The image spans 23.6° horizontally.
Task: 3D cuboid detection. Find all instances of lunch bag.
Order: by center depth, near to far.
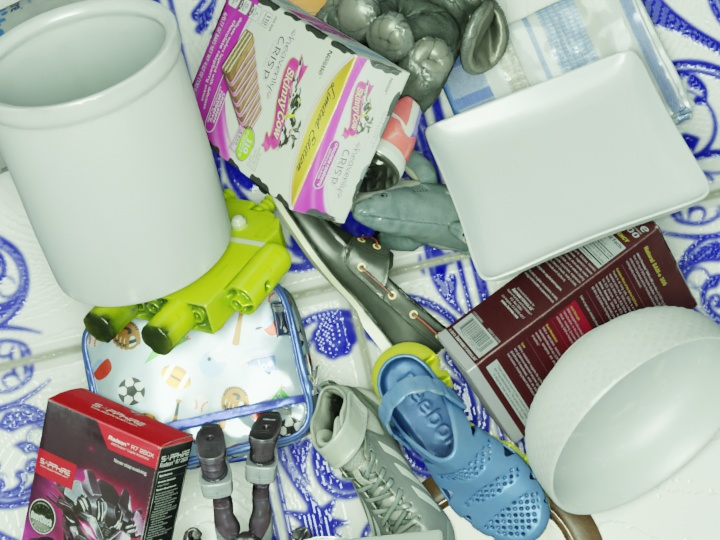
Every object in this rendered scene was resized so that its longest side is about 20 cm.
[{"bbox_3d":[-0.133,0.096,1.491,0.200,0.076,0.160,-12,83,3],"label":"lunch bag"}]

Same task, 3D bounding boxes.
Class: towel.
[{"bbox_3d":[0.179,-0.165,1.535,0.200,0.024,0.147,-23,80,0],"label":"towel"}]

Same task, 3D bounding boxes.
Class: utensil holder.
[{"bbox_3d":[-0.203,-0.095,1.405,0.170,0.170,0.200,-10,126,8],"label":"utensil holder"}]

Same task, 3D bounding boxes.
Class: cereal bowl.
[{"bbox_3d":[0.214,0.104,1.416,0.200,0.200,0.083,-38,54,-2],"label":"cereal bowl"}]

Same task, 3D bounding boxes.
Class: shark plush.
[{"bbox_3d":[0.088,-0.028,1.491,0.200,0.083,0.091,26,101,-5],"label":"shark plush"}]

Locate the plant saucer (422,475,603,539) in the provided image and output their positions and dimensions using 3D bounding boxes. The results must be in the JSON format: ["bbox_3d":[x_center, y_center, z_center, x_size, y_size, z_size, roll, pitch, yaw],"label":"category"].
[{"bbox_3d":[0.113,0.260,1.469,0.200,0.034,0.200,-1,80,3],"label":"plant saucer"}]

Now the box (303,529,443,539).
[{"bbox_3d":[-0.019,0.327,1.368,0.199,0.131,0.200,-7,123,6],"label":"box"}]

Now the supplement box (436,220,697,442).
[{"bbox_3d":[0.176,0.042,1.456,0.200,0.109,0.061,-36,41,-2],"label":"supplement box"}]

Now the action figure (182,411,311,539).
[{"bbox_3d":[-0.096,0.223,1.450,0.130,0.069,0.200,-3,112,-7],"label":"action figure"}]

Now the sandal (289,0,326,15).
[{"bbox_3d":[-0.042,-0.181,1.534,0.079,0.059,0.207,-9,81,3],"label":"sandal"}]

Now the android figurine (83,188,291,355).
[{"bbox_3d":[-0.143,-0.006,1.469,0.182,0.041,0.200,11,42,32],"label":"android figurine"}]

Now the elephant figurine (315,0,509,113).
[{"bbox_3d":[0.070,-0.225,1.495,0.200,0.155,0.142,-43,100,-32],"label":"elephant figurine"}]

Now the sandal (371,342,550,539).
[{"bbox_3d":[0.077,0.149,1.421,0.079,0.087,0.200,-45,86,10],"label":"sandal"}]

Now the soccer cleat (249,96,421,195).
[{"bbox_3d":[-0.025,-0.104,1.481,0.068,0.200,0.073,44,61,-29],"label":"soccer cleat"}]

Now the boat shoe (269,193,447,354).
[{"bbox_3d":[0.000,0.000,1.484,0.063,0.074,0.201,-40,97,3],"label":"boat shoe"}]

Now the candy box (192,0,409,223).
[{"bbox_3d":[-0.061,-0.142,1.421,0.200,0.061,0.136,37,108,47],"label":"candy box"}]

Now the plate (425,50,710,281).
[{"bbox_3d":[0.172,-0.085,1.457,0.200,0.032,0.200,-21,45,4],"label":"plate"}]

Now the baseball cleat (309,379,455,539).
[{"bbox_3d":[0.010,0.181,1.433,0.070,0.106,0.200,-41,56,18],"label":"baseball cleat"}]

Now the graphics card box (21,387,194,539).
[{"bbox_3d":[-0.219,0.213,1.441,0.125,0.051,0.200,20,105,27],"label":"graphics card box"}]

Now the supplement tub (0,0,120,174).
[{"bbox_3d":[-0.284,-0.171,1.513,0.200,0.132,0.132,-26,80,-1],"label":"supplement tub"}]
